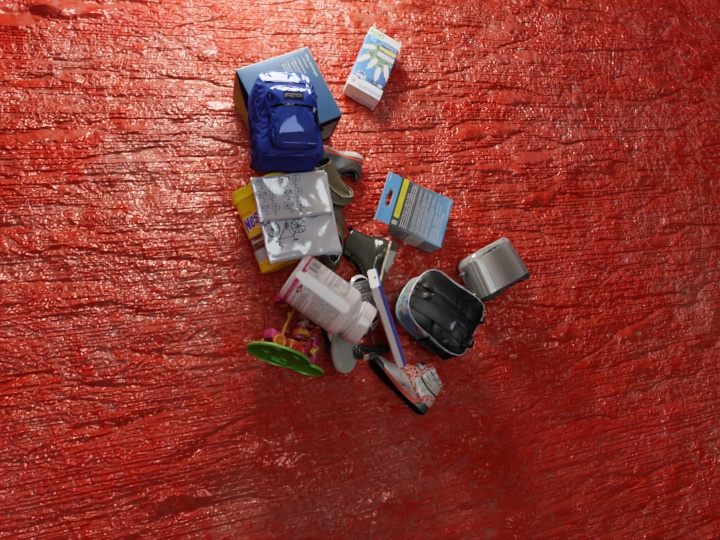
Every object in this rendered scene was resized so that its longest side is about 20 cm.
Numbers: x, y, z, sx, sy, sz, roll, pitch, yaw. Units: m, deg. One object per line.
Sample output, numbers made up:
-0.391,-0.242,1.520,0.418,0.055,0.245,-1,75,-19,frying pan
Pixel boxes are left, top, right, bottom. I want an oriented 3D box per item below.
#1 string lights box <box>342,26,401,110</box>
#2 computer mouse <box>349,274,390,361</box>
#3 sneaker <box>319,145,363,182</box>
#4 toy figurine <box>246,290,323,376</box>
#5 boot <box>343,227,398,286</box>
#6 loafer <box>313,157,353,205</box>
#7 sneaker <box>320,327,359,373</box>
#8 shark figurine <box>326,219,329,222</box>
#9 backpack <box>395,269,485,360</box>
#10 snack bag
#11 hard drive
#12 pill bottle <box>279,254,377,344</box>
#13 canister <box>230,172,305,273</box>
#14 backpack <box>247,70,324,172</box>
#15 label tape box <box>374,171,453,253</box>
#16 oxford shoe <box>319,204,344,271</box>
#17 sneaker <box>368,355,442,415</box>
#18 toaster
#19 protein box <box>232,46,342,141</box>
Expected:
0.033,-0.565,1.470,0.102,0.059,0.202,24,71,-13,string lights box
0.008,0.112,1.248,0.109,0.044,0.203,-11,88,-43,computer mouse
-0.085,-0.270,1.356,0.197,0.077,0.083,5,82,-16,sneaker
-0.147,0.125,1.226,0.199,0.149,0.186,32,58,-32,toy figurine
0.000,0.000,1.332,0.137,0.078,0.202,21,69,0,boot
-0.090,-0.238,1.303,0.199,0.070,0.076,36,33,-19,loafer
-0.052,0.151,1.258,0.078,0.079,0.203,19,60,-35,sneaker
-0.144,-0.154,1.321,0.089,0.128,0.216,3,47,-47,shark figurine
0.188,0.104,1.315,0.199,0.150,0.179,38,66,-14,backpack
-0.143,-0.121,1.186,0.186,0.021,0.203,-9,86,-25,snack bag
0.060,0.108,1.221,0.025,0.132,0.202,-18,107,2,hard drive
-0.069,0.067,1.149,0.199,0.113,0.114,36,69,-3,pill bottle
-0.207,-0.110,1.244,0.147,0.086,0.202,-23,87,22,canister
-0.159,-0.337,1.156,0.161,0.168,0.203,-2,77,-26,backpack
0.135,-0.154,1.405,0.198,0.063,0.146,22,72,-12,label tape box
-0.066,-0.101,1.320,0.069,0.075,0.203,0,77,-16,oxford shoe
0.116,0.253,1.304,0.201,0.067,0.108,46,67,-7,sneaker
0.362,-0.002,1.419,0.198,0.114,0.130,-26,84,-20,toaster
-0.187,-0.413,1.321,0.198,0.135,0.200,-27,87,-21,protein box
